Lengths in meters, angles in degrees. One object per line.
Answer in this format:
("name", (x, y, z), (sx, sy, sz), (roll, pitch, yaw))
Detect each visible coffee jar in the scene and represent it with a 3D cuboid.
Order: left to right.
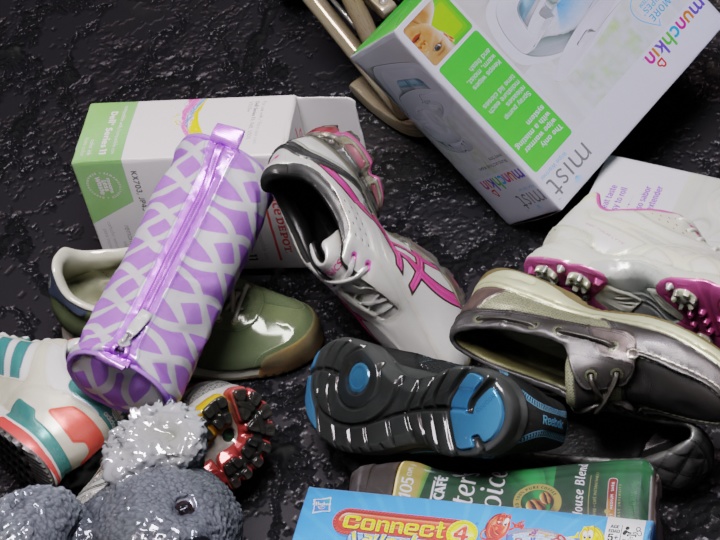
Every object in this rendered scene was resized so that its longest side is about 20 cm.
("coffee jar", (0.086, 0.170, 1.259), (0.199, 0.085, 0.104), (-2, 49, 13))

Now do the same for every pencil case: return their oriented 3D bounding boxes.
("pencil case", (-0.126, 0.003, 1.357), (0.084, 0.086, 0.200), (14, 59, 15))

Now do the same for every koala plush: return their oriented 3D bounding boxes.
("koala plush", (-0.154, 0.180, 1.238), (0.200, 0.178, 0.184), (-32, 15, -33))

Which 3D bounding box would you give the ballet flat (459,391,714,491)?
("ballet flat", (0.133, 0.100, 1.325), (0.199, 0.057, 0.067), (7, 52, 20))

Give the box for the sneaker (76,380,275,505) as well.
("sneaker", (-0.145, 0.152, 1.352), (0.200, 0.078, 0.082), (-42, 27, -16))

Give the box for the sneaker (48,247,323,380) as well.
("sneaker", (-0.131, 0.023, 1.434), (0.200, 0.090, 0.067), (4, 51, 17))

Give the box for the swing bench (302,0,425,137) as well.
("swing bench", (0.065, -0.232, 1.559), (0.199, 0.200, 0.130), (-35, 7, -17))

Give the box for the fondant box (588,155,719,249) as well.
("fondant box", (0.236, 0.010, 1.377), (0.200, 0.058, 0.144), (14, 56, 25))

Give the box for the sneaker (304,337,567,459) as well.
("sneaker", (0.043, 0.091, 1.309), (0.200, 0.082, 0.073), (11, 88, 48))

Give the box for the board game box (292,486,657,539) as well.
("board game box", (0.074, 0.210, 1.153), (0.195, 0.200, 0.056), (4, 50, 16))

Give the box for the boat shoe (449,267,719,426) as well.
("boat shoe", (0.148, 0.061, 1.285), (0.201, 0.072, 0.066), (22, 53, 28))

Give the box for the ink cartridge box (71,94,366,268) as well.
("ink cartridge box", (-0.096, -0.062, 1.478), (0.199, 0.117, 0.067), (-2, 45, 13))

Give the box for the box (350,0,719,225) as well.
("box", (0.128, -0.165, 1.457), (0.176, 0.097, 0.200), (46, 72, -9))

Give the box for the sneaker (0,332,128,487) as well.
("sneaker", (-0.233, 0.077, 1.419), (0.093, 0.070, 0.200), (-35, 41, -19))

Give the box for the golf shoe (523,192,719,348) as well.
("golf shoe", (0.208, -0.001, 1.310), (0.200, 0.075, 0.092), (16, 55, 24))

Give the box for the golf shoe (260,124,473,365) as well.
("golf shoe", (0.000, 0.000, 1.378), (0.200, 0.073, 0.092), (55, 36, 1))
